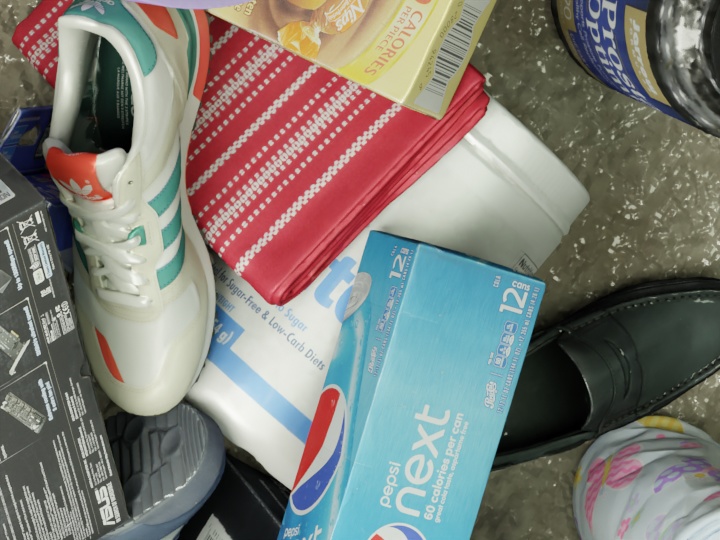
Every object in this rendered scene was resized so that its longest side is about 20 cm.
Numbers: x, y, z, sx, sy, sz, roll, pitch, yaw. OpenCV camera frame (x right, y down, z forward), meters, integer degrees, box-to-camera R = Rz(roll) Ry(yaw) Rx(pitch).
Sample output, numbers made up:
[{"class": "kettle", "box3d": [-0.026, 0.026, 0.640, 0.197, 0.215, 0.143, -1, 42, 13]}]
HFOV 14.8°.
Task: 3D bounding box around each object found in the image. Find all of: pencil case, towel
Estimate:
[{"class": "pencil case", "box3d": [0.166, 0.132, 1.383, 0.083, 0.200, 0.091, 42, 90, -14]}, {"class": "towel", "box3d": [-0.052, -0.094, 1.293, 0.145, 0.022, 0.200, -45, 68, -3]}]

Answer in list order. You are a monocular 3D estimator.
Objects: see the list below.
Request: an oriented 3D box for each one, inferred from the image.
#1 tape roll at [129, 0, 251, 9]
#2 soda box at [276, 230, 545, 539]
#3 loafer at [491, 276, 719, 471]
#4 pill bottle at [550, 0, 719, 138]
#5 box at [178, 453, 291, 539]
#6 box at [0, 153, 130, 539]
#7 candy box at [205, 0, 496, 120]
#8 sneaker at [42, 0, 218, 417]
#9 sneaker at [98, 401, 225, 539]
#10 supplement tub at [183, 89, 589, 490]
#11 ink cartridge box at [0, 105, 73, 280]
[{"class": "tape roll", "box3d": [-0.083, -0.210, 1.140, 0.199, 0.085, 0.202, -6, 102, -29]}, {"class": "soda box", "box3d": [0.015, 0.088, 1.246, 0.067, 0.064, 0.201, 17, 90, -22]}, {"class": "loafer", "box3d": [0.112, 0.058, 1.413, 0.199, 0.070, 0.069, -21, 99, -12]}, {"class": "pill bottle", "box3d": [0.174, -0.123, 1.322, 0.111, 0.200, 0.113, -4, 104, -16]}, {"class": "box", "box3d": [0.002, 0.194, 1.373, 0.199, 0.148, 0.105, 30, 93, -20]}, {"class": "box", "box3d": [-0.189, 0.068, 1.174, 0.157, 0.050, 0.201, -31, 137, -20]}, {"class": "candy box", "box3d": [0.022, -0.183, 1.237, 0.115, 0.055, 0.201, 27, 94, 21]}, {"class": "sneaker", "box3d": [-0.111, -0.029, 1.227, 0.070, 0.093, 0.201, 7, 102, 23]}, {"class": "sneaker", "box3d": [-0.115, 0.126, 1.327, 0.082, 0.071, 0.200, 28, 138, -31]}, {"class": "supplement tub", "box3d": [0.000, 0.000, 1.337, 0.132, 0.132, 0.200, 40, 89, -21]}, {"class": "ink cartridge box", "box3d": [-0.171, 0.021, 1.295, 0.042, 0.119, 0.201, 21, 95, 5]}]
